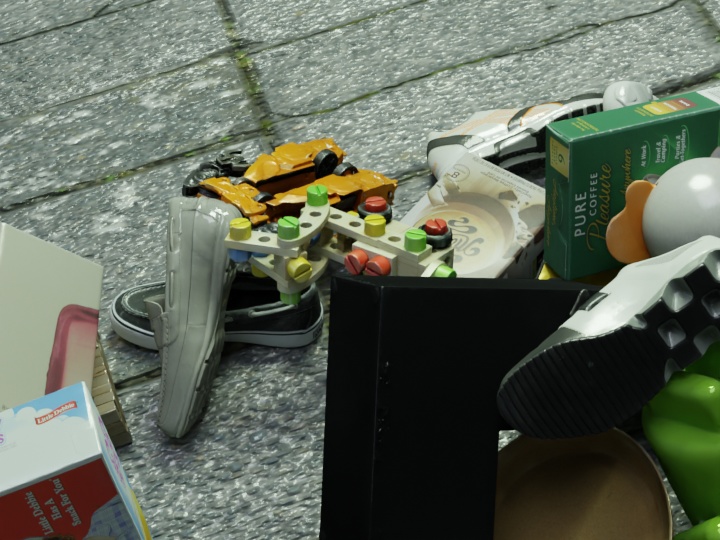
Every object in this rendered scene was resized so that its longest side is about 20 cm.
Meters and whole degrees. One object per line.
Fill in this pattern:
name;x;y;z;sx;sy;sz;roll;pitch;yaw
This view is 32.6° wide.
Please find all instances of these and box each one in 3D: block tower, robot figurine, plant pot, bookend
block tower;-0.252;0.076;1.083;0.057;0.054;0.201;-19;51;-8
robot figurine;-0.066;-0.064;1.132;0.144;0.059;0.199;35;40;32
plant pot;0.140;0.205;0.884;0.199;0.027;0.202;-30;42;31
bookend;0.080;0.106;0.893;0.197;0.202;0.092;0;5;-24
robot figurine;0.276;0.132;0.885;0.176;0.201;0.115;-45;30;-24

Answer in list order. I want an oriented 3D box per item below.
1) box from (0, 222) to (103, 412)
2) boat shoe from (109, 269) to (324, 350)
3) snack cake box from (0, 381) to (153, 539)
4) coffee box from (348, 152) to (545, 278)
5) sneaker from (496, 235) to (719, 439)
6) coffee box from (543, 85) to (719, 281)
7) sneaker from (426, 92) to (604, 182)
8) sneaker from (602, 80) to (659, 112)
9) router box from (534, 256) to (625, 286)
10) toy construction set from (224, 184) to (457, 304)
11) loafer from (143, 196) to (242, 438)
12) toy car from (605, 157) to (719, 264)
box;-0.291;0.086;0.984;0.127;0.108;0.203;-19;59;36
boat shoe;-0.132;0.028;1.099;0.196;0.069;0.074;5;50;12
snack cake box;-0.221;0.182;0.892;0.114;0.201;0.068;-19;49;-9
coffee box;0.082;0.002;1.085;0.112;0.080;0.200;28;59;27
sneaker;0.181;0.044;0.848;0.198;0.075;0.089;-31;17;7
coffee box;0.239;-0.074;0.975;0.197;0.124;0.044;-15;31;-16
sneaker;0.154;-0.135;1.198;0.198;0.074;0.080;-20;48;-10
sneaker;0.218;-0.081;1.069;0.098;0.201;0.079;6;52;24
router box;0.240;0.035;1.014;0.198;0.051;0.150;26;59;4
toy construction set;0.000;0.000;0.985;0.199;0.093;0.131;35;41;23
loafer;-0.148;0.038;1.035;0.069;0.070;0.203;12;93;6
toy car;0.285;-0.021;0.917;0.197;0.179;0.185;-9;19;17
